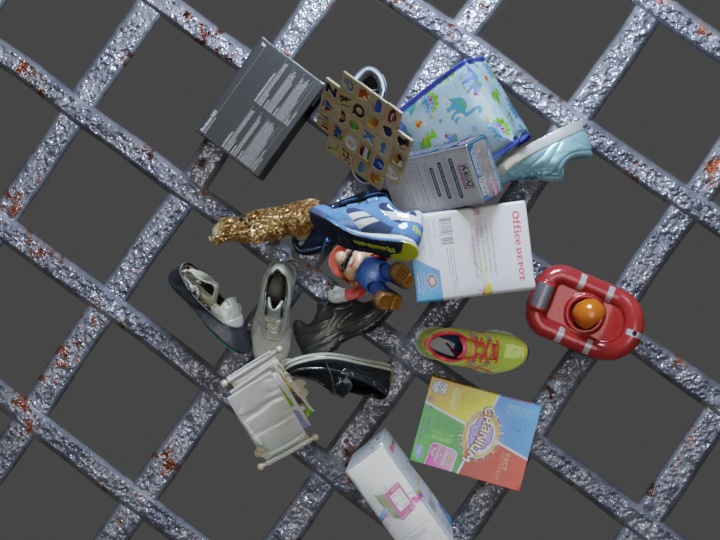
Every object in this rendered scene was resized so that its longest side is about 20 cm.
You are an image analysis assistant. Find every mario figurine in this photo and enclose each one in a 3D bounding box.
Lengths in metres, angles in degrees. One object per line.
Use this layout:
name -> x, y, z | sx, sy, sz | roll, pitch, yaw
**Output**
mario figurine -> 0.000, 0.000, 1.656 | 0.123, 0.200, 0.107 | -30, 117, -19

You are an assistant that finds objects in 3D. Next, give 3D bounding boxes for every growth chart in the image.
growth chart -> -0.153, 0.240, 1.717 | 0.144, 0.018, 0.202 | -23, 106, 0

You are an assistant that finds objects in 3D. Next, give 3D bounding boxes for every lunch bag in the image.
lunch bag -> 0.163, -0.241, 1.682 | 0.199, 0.127, 0.171 | -33, 87, 28

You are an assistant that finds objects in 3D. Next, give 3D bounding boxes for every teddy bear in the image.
teddy bear -> -0.162, -0.072, 1.680 | 0.198, 0.145, 0.068 | -12, 91, -12

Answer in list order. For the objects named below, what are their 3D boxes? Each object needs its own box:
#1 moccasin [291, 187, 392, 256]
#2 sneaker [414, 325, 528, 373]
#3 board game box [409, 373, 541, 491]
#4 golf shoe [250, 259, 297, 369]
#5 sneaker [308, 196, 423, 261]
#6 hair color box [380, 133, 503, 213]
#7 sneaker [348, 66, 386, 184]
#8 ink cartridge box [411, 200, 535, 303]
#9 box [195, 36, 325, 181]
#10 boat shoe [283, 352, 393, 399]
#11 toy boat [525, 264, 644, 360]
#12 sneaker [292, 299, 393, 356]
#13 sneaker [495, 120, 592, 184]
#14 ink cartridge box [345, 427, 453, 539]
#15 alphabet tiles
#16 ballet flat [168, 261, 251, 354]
moccasin -> -0.036, -0.095, 1.717 | 0.199, 0.068, 0.081 | -32, 88, 4
sneaker -> 0.193, 0.138, 1.691 | 0.198, 0.090, 0.079 | 4, 88, 2
board game box -> 0.199, 0.282, 1.713 | 0.198, 0.040, 0.155 | 15, 90, 3
golf shoe -> -0.156, 0.082, 1.708 | 0.077, 0.097, 0.202 | 4, 91, 1
sneaker -> 0.012, -0.077, 1.593 | 0.198, 0.074, 0.083 | 16, 67, 17
hair color box -> 0.133, -0.154, 1.632 | 0.060, 0.199, 0.101 | -30, 106, -40
sneaker -> 0.010, -0.253, 1.696 | 0.069, 0.108, 0.202 | 3, 90, 4
ink cartridge box -> 0.185, -0.029, 1.665 | 0.198, 0.146, 0.148 | -7, 89, 4
box -> -0.172, -0.281, 1.722 | 0.141, 0.079, 0.201 | 37, 92, 0
boat shoe -> -0.035, 0.183, 1.684 | 0.198, 0.075, 0.063 | 11, 64, -21
toy boat -> 0.383, 0.074, 1.661 | 0.198, 0.131, 0.132 | 22, 91, 3
sneaker -> -0.030, 0.082, 1.715 | 0.199, 0.076, 0.091 | -28, 82, 0
sneaker -> 0.311, -0.181, 1.697 | 0.199, 0.074, 0.083 | -28, 85, 3
ink cartridge box -> 0.067, 0.381, 1.667 | 0.084, 0.145, 0.201 | -35, 88, 3
alphabet tiles -> 0.004, -0.234, 1.659 | 0.200, 0.167, 0.006 | 39, 48, 22
ballet flat -> -0.256, 0.059, 1.716 | 0.200, 0.073, 0.073 | 44, 92, 10
